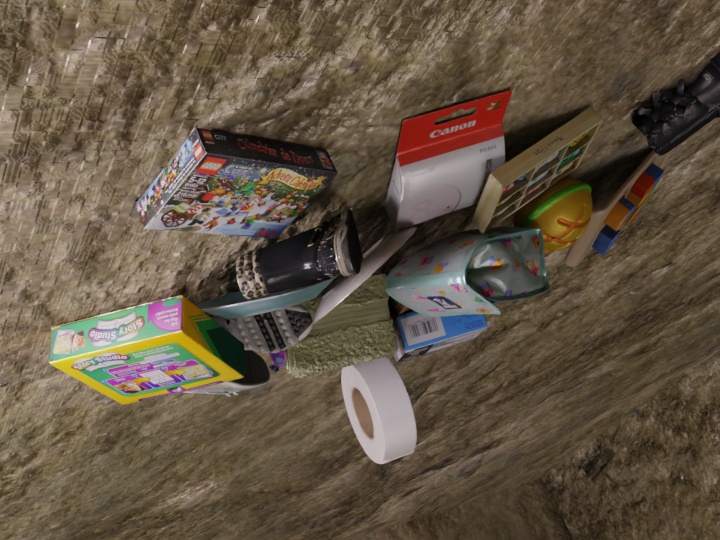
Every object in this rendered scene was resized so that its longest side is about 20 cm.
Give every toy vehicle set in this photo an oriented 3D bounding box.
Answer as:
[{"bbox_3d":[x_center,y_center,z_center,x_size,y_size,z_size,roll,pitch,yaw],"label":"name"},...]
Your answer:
[{"bbox_3d":[0.252,-0.143,1.328,0.200,0.027,0.124,-34,160,-20],"label":"toy vehicle set"}]

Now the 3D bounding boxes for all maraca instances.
[{"bbox_3d":[0.300,-0.078,1.471,0.137,0.107,0.200,-24,159,-13],"label":"maraca"}]

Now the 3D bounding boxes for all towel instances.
[{"bbox_3d":[-0.034,0.079,1.424,0.199,0.149,0.036,-9,179,-31],"label":"towel"}]

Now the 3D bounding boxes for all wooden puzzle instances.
[{"bbox_3d":[0.441,-0.100,1.569,0.200,0.046,0.185,-40,161,-21],"label":"wooden puzzle"}]

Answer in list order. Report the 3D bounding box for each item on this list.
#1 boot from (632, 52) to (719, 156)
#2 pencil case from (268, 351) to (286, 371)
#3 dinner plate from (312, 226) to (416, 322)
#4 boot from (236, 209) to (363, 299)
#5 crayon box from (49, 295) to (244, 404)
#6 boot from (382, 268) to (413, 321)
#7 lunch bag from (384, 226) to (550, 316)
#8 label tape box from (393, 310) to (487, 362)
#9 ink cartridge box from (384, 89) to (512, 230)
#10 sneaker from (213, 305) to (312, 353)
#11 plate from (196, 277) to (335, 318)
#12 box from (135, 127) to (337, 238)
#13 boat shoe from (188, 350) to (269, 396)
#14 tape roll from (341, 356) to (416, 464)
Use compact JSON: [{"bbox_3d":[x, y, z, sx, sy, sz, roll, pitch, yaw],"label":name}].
[{"bbox_3d":[0.515,-0.235,1.409,0.162,0.074,0.198,-40,145,23],"label":"boot"},{"bbox_3d":[-0.058,0.093,1.485,0.199,0.092,0.085,-15,122,-27],"label":"pencil case"},{"bbox_3d":[0.000,0.000,1.320,0.200,0.024,0.200,-44,-177,3],"label":"dinner plate"},{"bbox_3d":[-0.077,-0.022,1.215,0.153,0.074,0.204,-14,-168,4],"label":"boot"},{"bbox_3d":[-0.283,0.111,1.252,0.199,0.058,0.173,-14,149,16],"label":"crayon box"},{"bbox_3d":[0.117,0.026,1.533,0.155,0.077,0.200,-19,158,-10],"label":"boot"},{"bbox_3d":[0.157,0.005,1.388,0.200,0.122,0.170,-16,-172,-42],"label":"lunch bag"},{"bbox_3d":[0.124,0.105,1.584,0.144,0.063,0.200,-16,169,-8],"label":"label tape box"},{"bbox_3d":[0.122,-0.143,1.244,0.162,0.057,0.200,-18,159,-15],"label":"ink cartridge box"},{"bbox_3d":[-0.166,0.084,1.357,0.199,0.075,0.081,-14,-163,8],"label":"sneaker"},{"bbox_3d":[-0.125,0.037,1.268,0.199,0.026,0.200,-13,-174,1],"label":"plate"},{"bbox_3d":[-0.142,-0.096,1.089,0.200,0.038,0.137,2,144,-47],"label":"box"},{"bbox_3d":[-0.239,0.164,1.479,0.201,0.075,0.065,2,150,-39],"label":"boat shoe"},{"bbox_3d":[0.034,0.264,1.777,0.071,0.203,0.203,-16,154,-19],"label":"tape roll"}]
